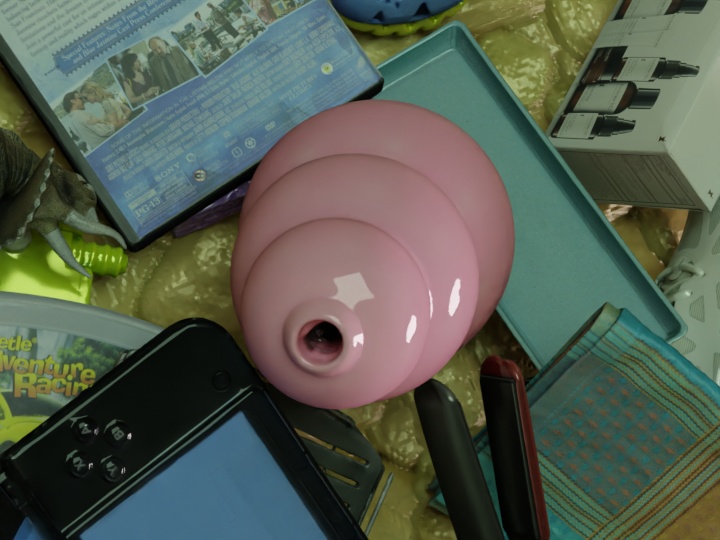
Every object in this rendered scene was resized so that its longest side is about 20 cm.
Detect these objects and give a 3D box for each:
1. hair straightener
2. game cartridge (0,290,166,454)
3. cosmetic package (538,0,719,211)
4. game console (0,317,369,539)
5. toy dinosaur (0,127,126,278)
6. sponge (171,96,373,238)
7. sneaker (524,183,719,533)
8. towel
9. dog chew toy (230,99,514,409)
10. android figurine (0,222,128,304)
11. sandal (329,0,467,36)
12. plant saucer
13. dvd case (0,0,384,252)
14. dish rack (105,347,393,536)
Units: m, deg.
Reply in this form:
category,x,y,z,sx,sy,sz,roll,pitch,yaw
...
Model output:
category,x,y,z,sx,sy,sz,roll,pitch,yaw
hair straightener,0.048,0.143,1.184,0.077,0.041,0.201,-14,104,-25
game cartridge,-0.145,0.077,1.153,0.199,0.041,0.134,9,89,-21
cosmetic package,0.170,-0.123,1.315,0.051,0.082,0.201,50,59,-39
game console,-0.059,0.146,1.054,0.170,0.118,0.200,-37,106,-14
toy dinosaur,-0.206,-0.039,1.147,0.199,0.077,0.103,-14,68,-21
sponge,-0.078,-0.127,1.269,0.111,0.030,0.201,-24,79,-9
sneaker,0.138,0.033,1.261,0.115,0.076,0.202,10,72,-14
towel,0.143,0.122,1.204,0.200,0.147,0.022,42,34,0
dog chew toy,0.000,0.000,1.152,0.124,0.200,0.125,2,107,8
android figurine,-0.204,0.003,1.196,0.199,0.041,0.183,11,69,-10
sandal,0.066,-0.180,1.309,0.199,0.087,0.080,-27,82,-20
plant saucer,0.071,-0.027,1.262,0.070,0.019,0.200,-30,64,-9
dvd case,-0.102,-0.127,1.243,0.142,0.018,0.200,-34,82,-9
dish rack,-0.073,0.139,1.138,0.153,0.055,0.201,25,86,-22
